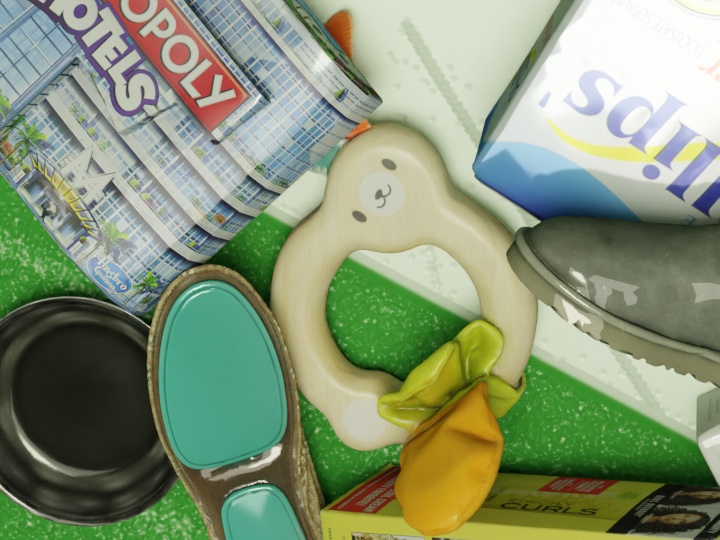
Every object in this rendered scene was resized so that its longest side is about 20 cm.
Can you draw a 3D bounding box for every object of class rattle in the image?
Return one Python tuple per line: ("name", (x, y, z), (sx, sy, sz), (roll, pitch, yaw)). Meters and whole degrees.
("rattle", (0.000, 0.000, 1.258), (0.129, 0.143, 0.201), (-4, 111, 27))

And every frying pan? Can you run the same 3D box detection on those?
("frying pan", (-0.153, 0.095, 1.352), (0.115, 0.031, 0.190), (34, 109, -3))

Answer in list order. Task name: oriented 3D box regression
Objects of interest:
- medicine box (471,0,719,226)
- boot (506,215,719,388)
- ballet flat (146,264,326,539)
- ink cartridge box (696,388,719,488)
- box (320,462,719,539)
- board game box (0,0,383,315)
("medicine box", (0.176, -0.086, 1.228), (0.182, 0.103, 0.201), (31, 106, -2))
("boot", (0.177, -0.049, 1.147), (0.181, 0.073, 0.201), (20, 114, -13))
("ballet flat", (-0.055, 0.082, 1.315), (0.070, 0.065, 0.201), (-11, 112, 1))
("ink cartridge box", (0.265, 0.073, 1.277), (0.199, 0.068, 0.116), (-27, 100, 14))
("box", (0.085, 0.126, 1.276), (0.199, 0.075, 0.050), (1, 105, 31))
("board game box", (-0.094, -0.119, 1.254), (0.200, 0.062, 0.200), (-42, 81, 12))
